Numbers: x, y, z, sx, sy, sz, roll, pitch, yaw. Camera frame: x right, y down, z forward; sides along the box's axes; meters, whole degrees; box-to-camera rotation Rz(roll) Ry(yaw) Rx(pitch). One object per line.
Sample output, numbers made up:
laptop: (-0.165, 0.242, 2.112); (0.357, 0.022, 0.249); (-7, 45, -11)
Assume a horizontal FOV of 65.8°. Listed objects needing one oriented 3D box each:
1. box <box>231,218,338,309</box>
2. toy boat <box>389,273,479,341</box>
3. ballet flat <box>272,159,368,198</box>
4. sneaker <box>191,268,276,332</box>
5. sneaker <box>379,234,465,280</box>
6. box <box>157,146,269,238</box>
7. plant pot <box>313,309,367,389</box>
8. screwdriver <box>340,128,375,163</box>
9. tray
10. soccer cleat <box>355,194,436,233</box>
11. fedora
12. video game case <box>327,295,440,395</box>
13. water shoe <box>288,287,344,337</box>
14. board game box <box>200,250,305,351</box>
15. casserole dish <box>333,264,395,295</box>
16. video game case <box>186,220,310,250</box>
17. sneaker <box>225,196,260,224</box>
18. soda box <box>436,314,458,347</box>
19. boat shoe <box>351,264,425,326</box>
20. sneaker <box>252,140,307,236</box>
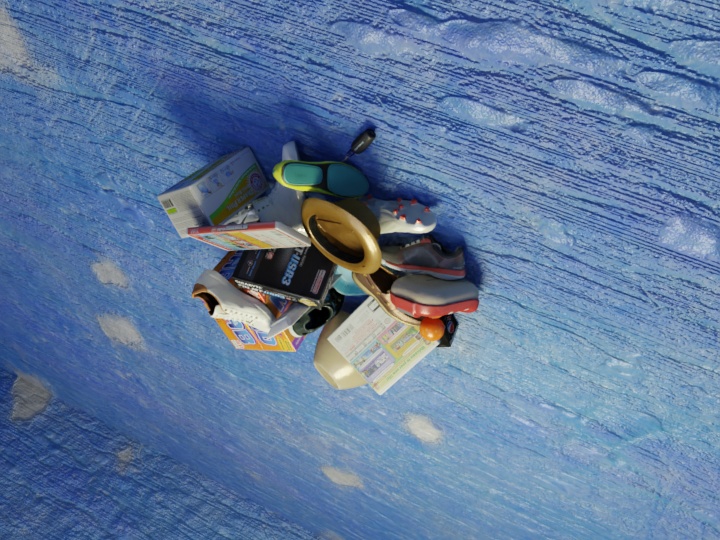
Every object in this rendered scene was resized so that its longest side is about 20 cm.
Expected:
box: (-0.145, -0.034, 1.196); (0.198, 0.201, 0.050); (15, 153, 11)
toy boat: (0.151, 0.080, 1.133); (0.130, 0.200, 0.131); (19, 109, 45)
ballet flat: (-0.080, -0.180, 1.082); (0.067, 0.199, 0.067); (11, 96, 55)
sneaker: (-0.274, 0.088, 1.196); (0.200, 0.085, 0.073); (36, 138, -12)
sneaker: (0.126, -0.040, 1.153); (0.199, 0.077, 0.082); (12, 108, 23)
box: (-0.304, -0.168, 1.177); (0.112, 0.200, 0.102); (-8, 119, 36)
plant pot: (-0.039, 0.218, 1.395); (0.200, 0.134, 0.200); (40, 159, 18)
screwdriver: (-0.033, -0.219, 1.093); (0.029, 0.028, 0.200); (18, 151, -31)
tray: (-0.126, 0.071, 1.220); (0.022, 0.200, 0.107); (51, 136, -7)
soccer cleat: (0.065, -0.104, 1.117); (0.199, 0.069, 0.078); (16, 143, 30)
fedora: (-0.025, -0.084, 1.093); (0.200, 0.082, 0.201); (31, 150, 20)
video game case: (0.050, 0.158, 1.266); (0.182, 0.022, 0.200); (46, 112, 4)
water shoe: (-0.082, 0.097, 1.303); (0.079, 0.200, 0.072); (-10, 110, 41)
board game box: (-0.229, 0.054, 1.353); (0.199, 0.200, 0.200); (-3, 129, 33)
casserole dish: (0.000, 0.000, 1.280); (0.199, 0.039, 0.121); (-7, 126, 36)
video game case: (-0.216, -0.066, 1.095); (0.199, 0.018, 0.143); (-2, 169, 20)
sneaker: (-0.287, -0.108, 1.327); (0.200, 0.074, 0.089); (-16, 119, 42)
soda box: (0.124, 0.138, 1.312); (0.199, 0.071, 0.063); (-7, 128, 37)
boat shoe: (0.070, 0.048, 1.187); (0.200, 0.072, 0.068); (39, 156, -2)
sneaker: (-0.169, -0.160, 1.144); (0.115, 0.074, 0.201); (-5, 110, 1)
